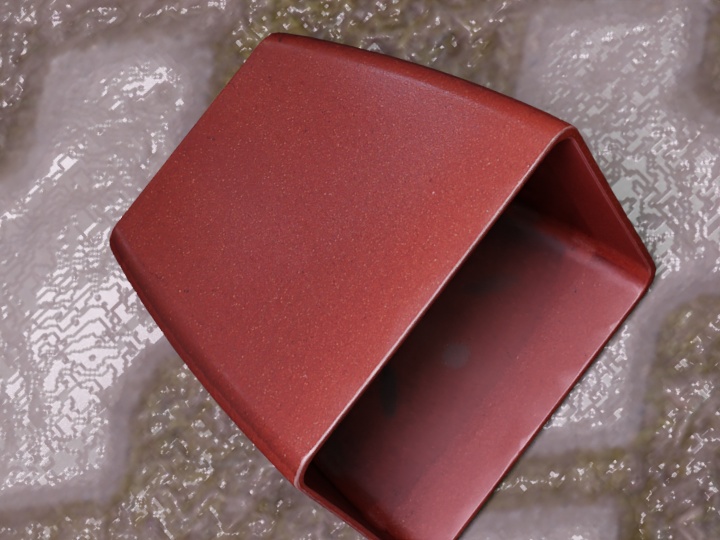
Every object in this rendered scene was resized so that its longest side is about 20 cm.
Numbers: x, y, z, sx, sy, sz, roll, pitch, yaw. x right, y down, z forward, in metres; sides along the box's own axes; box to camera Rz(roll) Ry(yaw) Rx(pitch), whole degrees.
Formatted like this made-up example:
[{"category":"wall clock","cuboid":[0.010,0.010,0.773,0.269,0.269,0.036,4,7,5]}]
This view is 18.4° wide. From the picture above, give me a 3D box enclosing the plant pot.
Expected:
[{"category":"plant pot","cuboid":[0.000,0.000,1.083,0.176,0.200,0.200,36,85,27]}]
